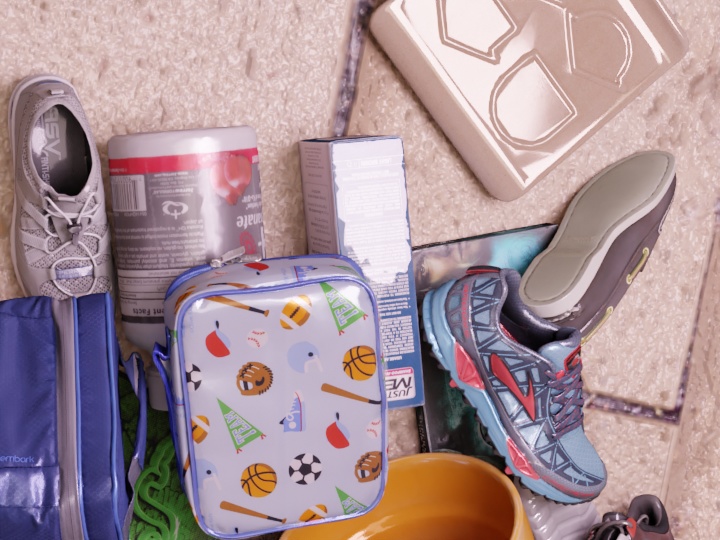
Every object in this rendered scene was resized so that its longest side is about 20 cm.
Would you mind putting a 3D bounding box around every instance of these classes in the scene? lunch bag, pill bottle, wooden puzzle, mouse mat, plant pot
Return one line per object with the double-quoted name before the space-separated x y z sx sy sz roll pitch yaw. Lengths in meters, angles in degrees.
"lunch bag" -0.212 0.109 1.261 0.131 0.136 0.201 -2 57 -8
"pill bottle" -0.123 -0.003 1.339 0.110 0.111 0.202 -6 96 -15
"wooden puzzle" 0.131 -0.184 1.435 0.200 0.046 0.186 -39 102 -5
"lunch bag" -0.063 0.083 1.277 0.159 0.076 0.202 -7 109 -9
"mouse mat" -0.167 0.188 1.340 0.160 0.008 0.201 35 60 -15
"plant pot" 0.052 0.271 1.374 0.199 0.200 0.184 -29 120 -12

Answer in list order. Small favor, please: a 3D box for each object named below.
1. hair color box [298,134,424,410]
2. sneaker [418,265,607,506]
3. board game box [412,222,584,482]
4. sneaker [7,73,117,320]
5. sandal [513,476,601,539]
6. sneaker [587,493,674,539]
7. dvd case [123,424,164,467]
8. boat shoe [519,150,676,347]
"hair color box" 0.000 0.000 1.379 0.060 0.100 0.202 -6 96 -14
"sneaker" 0.130 0.085 1.350 0.095 0.079 0.200 -32 102 31
"board game box" 0.104 0.072 1.451 0.134 0.028 0.202 -11 97 -16
"sneaker" -0.218 -0.040 1.323 0.074 0.082 0.202 -13 100 -14
"sandal" 0.158 0.222 1.465 0.082 0.050 0.204 -31 119 -34
"sneaker" 0.186 0.230 1.407 0.077 0.200 0.083 -6 103 30
"dvd case" -0.255 0.174 1.361 0.198 0.022 0.147 10 91 -17
"boat shoe" 0.191 -0.016 1.435 0.201 0.071 0.061 -48 127 -32
